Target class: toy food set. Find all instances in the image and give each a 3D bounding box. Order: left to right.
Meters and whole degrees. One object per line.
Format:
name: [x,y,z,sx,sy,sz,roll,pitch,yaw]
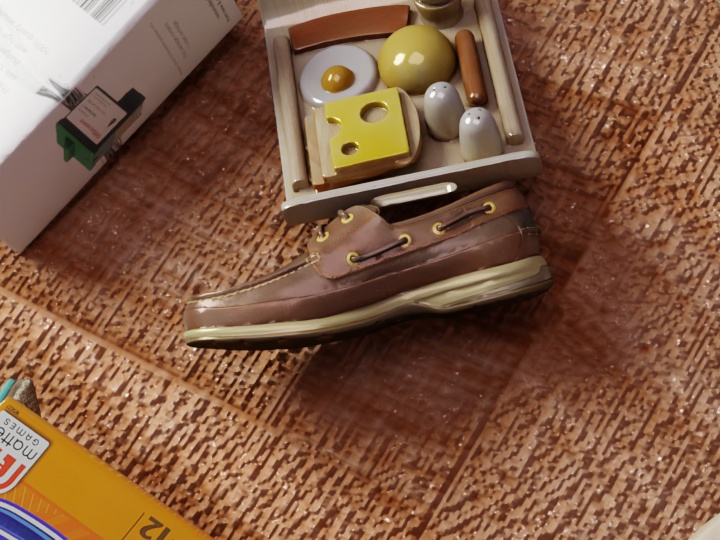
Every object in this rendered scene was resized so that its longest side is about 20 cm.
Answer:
toy food set: [0.015,-0.117,1.089,0.142,0.061,0.201,-12,49,4]

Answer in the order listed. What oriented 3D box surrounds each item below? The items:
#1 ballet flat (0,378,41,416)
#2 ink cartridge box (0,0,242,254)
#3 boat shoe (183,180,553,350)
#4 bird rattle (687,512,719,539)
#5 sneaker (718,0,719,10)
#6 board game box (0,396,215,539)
ballet flat: [-0.203,0.157,1.005,0.075,0.068,0.201,31,76,1]
ink cartridge box: [-0.193,-0.133,1.129,0.146,0.084,0.200,39,81,26]
boat shoe: [0.000,0.000,1.029,0.198,0.072,0.068,-12,85,-2]
bird rattle: [0.212,0.184,0.908,0.200,0.113,0.163,-45,51,0]
sneaker: [0.281,-0.141,1.005,0.199,0.067,0.090,15,74,18]
board game box: [-0.121,0.222,0.868,0.199,0.200,0.200,30,71,24]
